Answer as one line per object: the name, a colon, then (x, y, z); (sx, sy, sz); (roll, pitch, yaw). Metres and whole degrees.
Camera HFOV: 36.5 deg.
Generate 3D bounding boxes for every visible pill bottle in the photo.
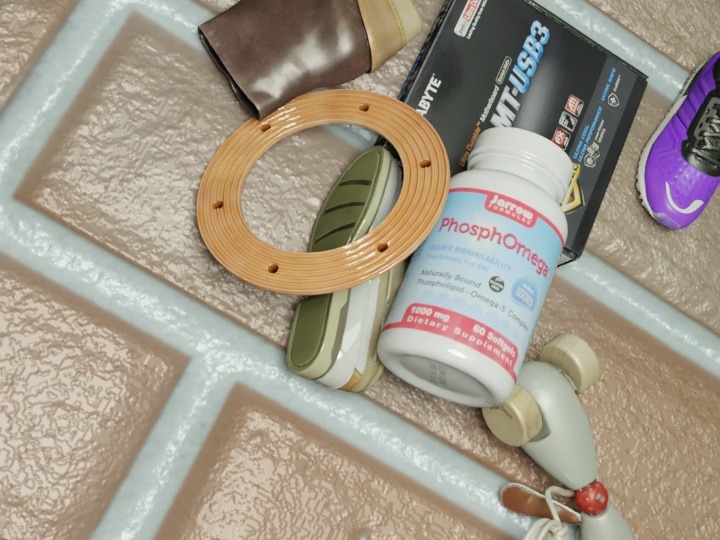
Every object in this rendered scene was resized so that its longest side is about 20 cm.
pill bottle: (0.095, -0.005, 0.840); (0.108, 0.109, 0.201); (27, 70, -13)

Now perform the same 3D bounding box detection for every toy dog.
toy dog: (0.153, 0.151, 0.898); (0.131, 0.096, 0.201); (-8, 95, -29)

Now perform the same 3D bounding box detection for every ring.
ring: (-0.029, -0.062, 0.845); (0.199, 0.019, 0.201); (-7, 53, 9)

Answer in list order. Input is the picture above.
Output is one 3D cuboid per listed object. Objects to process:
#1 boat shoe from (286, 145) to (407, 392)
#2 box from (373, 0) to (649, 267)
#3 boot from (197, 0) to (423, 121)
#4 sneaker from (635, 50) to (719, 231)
boat shoe: (0.000, 0.000, 0.874); (0.068, 0.075, 0.201); (28, 70, -31)
box: (0.135, -0.135, 0.958); (0.198, 0.050, 0.201); (31, 70, -13)
boot: (-0.061, -0.237, 0.896); (0.166, 0.072, 0.200); (-28, 78, -13)
sneaker: (0.323, -0.133, 0.995); (0.069, 0.099, 0.201); (31, 70, -9)
